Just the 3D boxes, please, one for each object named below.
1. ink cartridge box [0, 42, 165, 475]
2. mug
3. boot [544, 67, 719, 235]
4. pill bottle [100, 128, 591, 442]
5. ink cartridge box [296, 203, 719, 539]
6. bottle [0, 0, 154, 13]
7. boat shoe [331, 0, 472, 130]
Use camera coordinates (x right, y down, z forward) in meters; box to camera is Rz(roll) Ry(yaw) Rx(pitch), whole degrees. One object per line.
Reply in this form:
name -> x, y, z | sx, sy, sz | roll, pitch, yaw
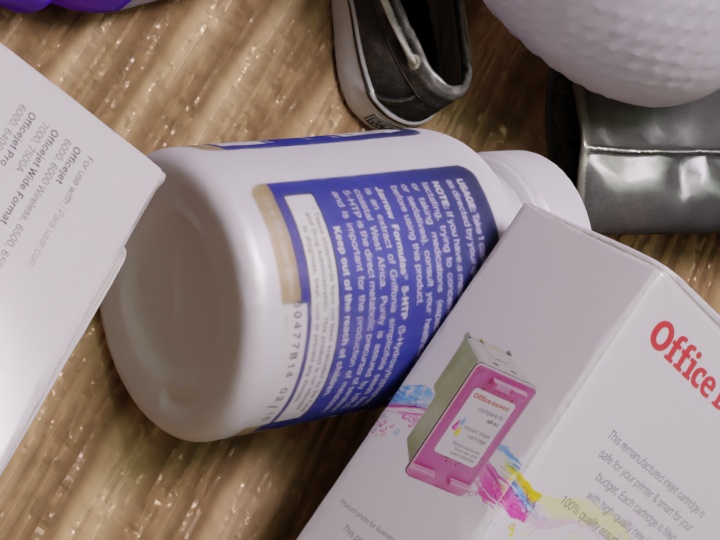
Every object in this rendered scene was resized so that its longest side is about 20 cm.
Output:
ink cartridge box -> -0.202, -0.018, 0.638 | 0.200, 0.147, 0.145 | 38, 56, -20
mug -> 0.111, -0.179, 0.888 | 0.175, 0.147, 0.200 | 46, 10, -42
boot -> 0.199, -0.028, 0.960 | 0.199, 0.073, 0.183 | 1, 64, -24
pill bottle -> 0.000, 0.000, 0.801 | 0.199, 0.120, 0.120 | -8, 79, -38
ink cartridge box -> 0.076, 0.095, 0.771 | 0.200, 0.085, 0.144 | -54, 134, -4
bottle -> -0.110, -0.155, 0.807 | 0.200, 0.065, 0.084 | -24, 89, -39
boat shoe -> 0.017, -0.170, 0.907 | 0.070, 0.064, 0.201 | -5, 77, -37
